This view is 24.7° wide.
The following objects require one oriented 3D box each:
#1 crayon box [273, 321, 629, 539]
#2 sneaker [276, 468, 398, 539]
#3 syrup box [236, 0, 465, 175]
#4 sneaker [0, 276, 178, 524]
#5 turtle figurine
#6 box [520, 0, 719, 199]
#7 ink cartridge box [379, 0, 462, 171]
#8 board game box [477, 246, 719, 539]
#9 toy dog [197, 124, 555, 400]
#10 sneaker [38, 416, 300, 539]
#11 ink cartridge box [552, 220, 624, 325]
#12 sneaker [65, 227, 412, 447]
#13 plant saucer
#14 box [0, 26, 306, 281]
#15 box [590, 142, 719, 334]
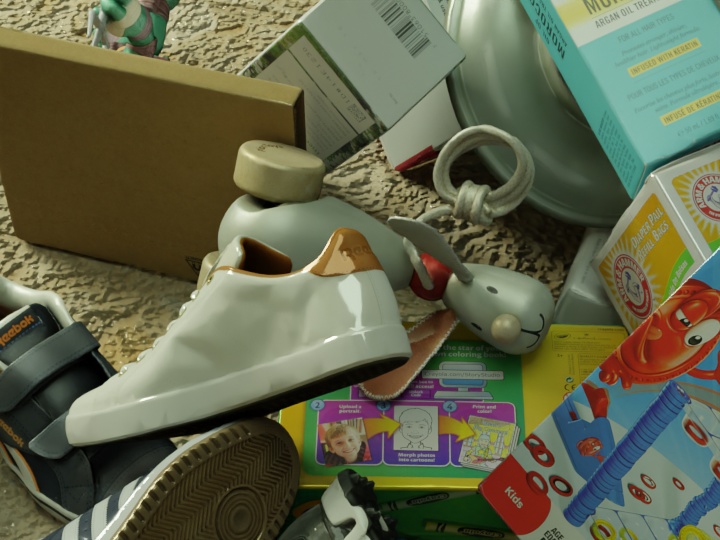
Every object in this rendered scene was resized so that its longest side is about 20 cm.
[{"bbox_3d":[0.052,0.090,0.903,0.198,0.059,0.120,1,45,2],"label":"crayon box"},{"bbox_3d":[0.010,0.202,0.795,0.090,0.066,0.201,-34,67,6],"label":"sneaker"},{"bbox_3d":[-0.033,-0.100,0.987,0.079,0.200,0.081,50,58,-7],"label":"syrup box"},{"bbox_3d":[-0.171,0.071,0.911,0.199,0.080,0.078,34,54,27],"label":"sneaker"},{"bbox_3d":[-0.166,-0.127,1.079,0.149,0.101,0.201,-34,25,31],"label":"turtle figurine"},{"bbox_3d":[0.140,-0.146,0.903,0.082,0.049,0.201,-24,72,-8],"label":"box"},{"bbox_3d":[0.104,-0.174,1.063,0.198,0.145,0.146,-21,88,-20],"label":"ink cartridge box"},{"bbox_3d":[0.190,0.108,0.766,0.200,0.196,0.056,48,17,16],"label":"board game box"},{"bbox_3d":[0.000,0.000,0.876,0.198,0.133,0.096,-2,19,13],"label":"toy dog"},{"bbox_3d":[-0.125,0.140,0.816,0.200,0.070,0.108,-43,24,-30],"label":"sneaker"},{"bbox_3d":[0.230,0.010,1.000,0.198,0.050,0.162,25,49,4],"label":"ink cartridge box"},{"bbox_3d":[-0.069,0.033,0.832,0.198,0.073,0.086,-20,79,24],"label":"sneaker"},{"bbox_3d":[0.147,-0.128,0.967,0.198,0.050,0.203,3,81,-18],"label":"plant saucer"},{"bbox_3d":[-0.125,-0.061,0.976,0.198,0.164,0.021,13,48,13],"label":"box"},{"bbox_3d":[0.223,0.038,0.872,0.101,0.113,0.201,-21,72,-19],"label":"box"}]
